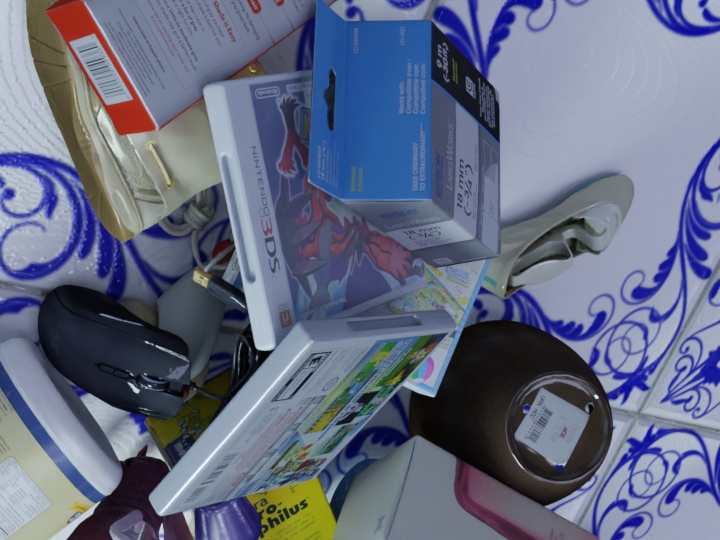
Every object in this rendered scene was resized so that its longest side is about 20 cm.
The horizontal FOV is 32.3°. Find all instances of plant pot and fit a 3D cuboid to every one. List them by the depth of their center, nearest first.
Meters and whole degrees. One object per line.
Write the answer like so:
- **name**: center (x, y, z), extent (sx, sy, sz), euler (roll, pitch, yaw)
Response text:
- **plant pot**: center (0.150, 0.137, 1.126), extent (0.185, 0.200, 0.189), euler (0, 86, -7)

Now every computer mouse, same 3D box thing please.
- **computer mouse**: center (-0.161, 0.053, 0.947), extent (0.141, 0.199, 0.046), euler (-64, 169, 21)

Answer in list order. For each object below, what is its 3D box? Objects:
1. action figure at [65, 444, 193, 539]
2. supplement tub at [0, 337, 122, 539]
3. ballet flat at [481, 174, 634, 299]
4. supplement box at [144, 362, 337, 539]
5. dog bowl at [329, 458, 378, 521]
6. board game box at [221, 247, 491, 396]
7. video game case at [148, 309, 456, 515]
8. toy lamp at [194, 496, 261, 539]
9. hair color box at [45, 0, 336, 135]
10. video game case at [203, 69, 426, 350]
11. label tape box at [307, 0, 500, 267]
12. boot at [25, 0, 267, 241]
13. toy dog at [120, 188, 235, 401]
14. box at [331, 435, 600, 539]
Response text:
- **action figure**: center (-0.195, 0.200, 1.013), extent (0.133, 0.201, 0.149), euler (24, 121, -9)
- **supplement tub**: center (-0.299, 0.162, 0.947), extent (0.199, 0.144, 0.145), euler (-36, 129, -8)
- **ballet flat**: center (0.198, -0.029, 1.196), extent (0.199, 0.069, 0.070), euler (-27, 127, -17)
- **supplement box**: center (-0.096, 0.204, 1.117), extent (0.109, 0.109, 0.201), euler (-29, 128, -14)
- **dog bowl**: center (0.023, 0.268, 1.243), extent (0.111, 0.049, 0.201), euler (-45, 138, -31)
- **board game box**: center (0.000, 0.000, 1.004), extent (0.199, 0.034, 0.135), euler (28, 80, -23)
- **video game case**: center (-0.040, 0.104, 0.931), extent (0.182, 0.022, 0.200), euler (-2, 139, -53)
- **toy lamp**: center (-0.096, 0.255, 1.040), extent (0.058, 0.058, 0.201), euler (-27, 128, -16)
- **hair color box**: center (-0.107, -0.190, 0.867), extent (0.200, 0.061, 0.102), euler (-41, 114, -29)
- **video game case**: center (-0.025, -0.055, 0.909), extent (0.200, 0.023, 0.184), euler (-20, 101, -54)
- **label tape box**: center (0.040, -0.101, 0.924), extent (0.200, 0.063, 0.145), euler (31, 56, -57)
- **boot**: center (-0.148, -0.141, 0.918), extent (0.155, 0.073, 0.201), euler (-28, 116, -24)
- **toy dog**: center (-0.121, 0.028, 1.012), extent (0.131, 0.096, 0.201), euler (14, 108, -36)
- **box**: center (0.087, 0.250, 1.075), extent (0.199, 0.109, 0.128), euler (31, 143, -13)
